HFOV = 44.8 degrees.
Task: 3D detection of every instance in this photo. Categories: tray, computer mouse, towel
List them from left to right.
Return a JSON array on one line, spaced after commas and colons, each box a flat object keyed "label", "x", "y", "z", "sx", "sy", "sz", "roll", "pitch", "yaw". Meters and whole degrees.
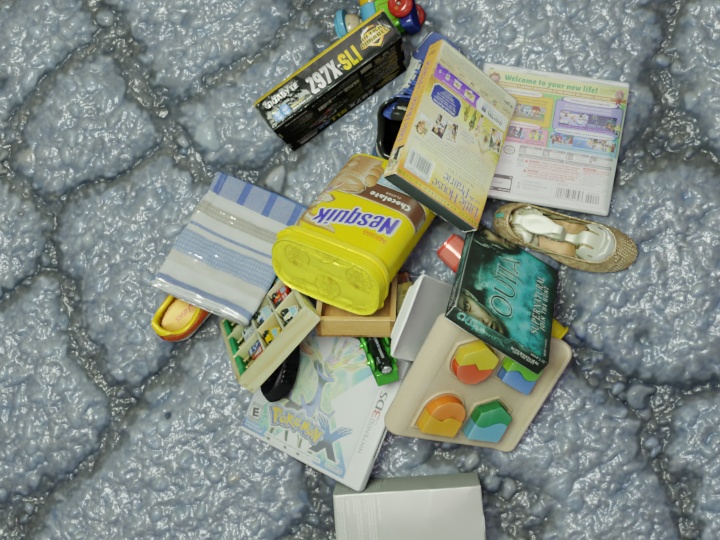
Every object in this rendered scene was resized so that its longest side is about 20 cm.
[{"label": "towel", "x": -0.173, "y": -0.033, "z": 1.174, "sx": 0.147, "sy": 0.024, "sz": 0.200, "roll": 23, "pitch": 64, "yaw": 7}, {"label": "computer mouse", "x": -0.088, "y": 0.082, "z": 1.181, "sx": 0.034, "sy": 0.059, "sz": 0.200, "roll": 21, "pitch": 84, "yaw": -28}, {"label": "tray", "x": 0.000, "y": 0.000, "z": 1.141, "sx": 0.098, "sy": 0.037, "sz": 0.200, "roll": 0, "pitch": 46, "yaw": 5}, {"label": "tray", "x": 0.090, "y": 0.065, "z": 1.122, "sx": 0.022, "sy": 0.200, "sz": 0.108, "roll": 22, "pitch": 91, "yaw": 27}]

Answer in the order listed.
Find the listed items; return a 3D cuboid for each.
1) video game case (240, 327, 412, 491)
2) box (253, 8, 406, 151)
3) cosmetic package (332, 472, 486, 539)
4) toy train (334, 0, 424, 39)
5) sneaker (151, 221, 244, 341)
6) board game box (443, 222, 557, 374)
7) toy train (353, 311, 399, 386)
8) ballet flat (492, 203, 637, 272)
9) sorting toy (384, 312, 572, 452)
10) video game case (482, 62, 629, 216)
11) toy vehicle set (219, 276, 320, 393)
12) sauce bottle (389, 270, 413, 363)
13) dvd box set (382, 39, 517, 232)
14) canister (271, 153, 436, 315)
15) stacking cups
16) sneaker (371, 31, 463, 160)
[{"label": "video game case", "x": -0.049, "y": 0.170, "z": 1.177, "sx": 0.200, "sy": 0.022, "sz": 0.183, "roll": 22, "pitch": 91, "yaw": 26}, {"label": "box", "x": -0.034, "y": -0.243, "z": 1.146, "sx": 0.200, "sy": 0.160, "sz": 0.049, "roll": -35, "pitch": 87, "yaw": 4}, {"label": "cosmetic package", "x": 0.066, "y": 0.334, "z": 1.170, "sx": 0.199, "sy": 0.090, "sz": 0.107, "roll": -3, "pitch": 90, "yaw": 1}, {"label": "toy train", "x": 0.008, "y": -0.412, "z": 1.190, "sx": 0.115, "sy": 0.085, "sz": 0.200, "roll": -13, "pitch": 88, "yaw": 17}, {"label": "sneaker", "x": -0.207, "y": 0.015, "z": 1.195, "sx": 0.073, "sy": 0.077, "sz": 0.200, "roll": 33, "pitch": 82, "yaw": 5}, {"label": "board game box", "x": 0.182, "y": 0.028, "z": 1.106, "sx": 0.135, "sy": 0.200, "sz": 0.028, "roll": 31, "pitch": 126, "yaw": -6}, {"label": "toy train", "x": 0.006, "y": 0.067, "z": 1.143, "sx": 0.042, "sy": 0.056, "sz": 0.200, "roll": -17, "pitch": 45, "yaw": -6}, {"label": "ballet flat", "x": 0.275, "y": -0.043, "z": 1.166, "sx": 0.200, "sy": 0.065, "sz": 0.071, "roll": 13, "pitch": 87, "yaw": 4}, {"label": "sorting toy", "x": 0.153, "y": 0.153, "z": 1.120, "sx": 0.200, "sy": 0.036, "sz": 0.185, "roll": 15, "pitch": 115, "yaw": -24}, {"label": "video game case", "x": 0.252, "y": -0.179, "z": 1.192, "sx": 0.200, "sy": 0.022, "sz": 0.183, "roll": 10, "pitch": 90, "yaw": 5}, {"label": "toy vehicle set", "x": -0.122, "y": 0.066, "z": 1.134, "sx": 0.027, "sy": 0.200, "sz": 0.124, "roll": 41, "pitch": 93, "yaw": -23}, {"label": "sauce bottle", "x": 0.058, "y": 0.102, "z": 1.183, "sx": 0.066, "sy": 0.066, "sz": 0.200, "roll": -12, "pitch": 90, "yaw": 4}, {"label": "dvd box set", "x": 0.118, "y": -0.170, "z": 1.110, "sx": 0.146, "sy": 0.029, "sz": 0.200, "roll": 30, "pitch": 68, "yaw": -29}, {"label": "canister", "x": 0.001, "y": -0.053, "z": 1.104, "sx": 0.148, "sy": 0.087, "sz": 0.200, "roll": 20, "pitch": 47, "yaw": 17}, {"label": "stacking cups", "x": 0.187, "y": 0.031, "z": 1.183, "sx": 0.200, "sy": 0.061, "sz": 0.061, "roll": 43, "pitch": 93, "yaw": 9}, {"label": "sneaker", "x": 0.077, "y": -0.220, "z": 1.159, "sx": 0.080, "sy": 0.115, "sz": 0.200, "roll": 26, "pitch": 91, "yaw": 3}]
